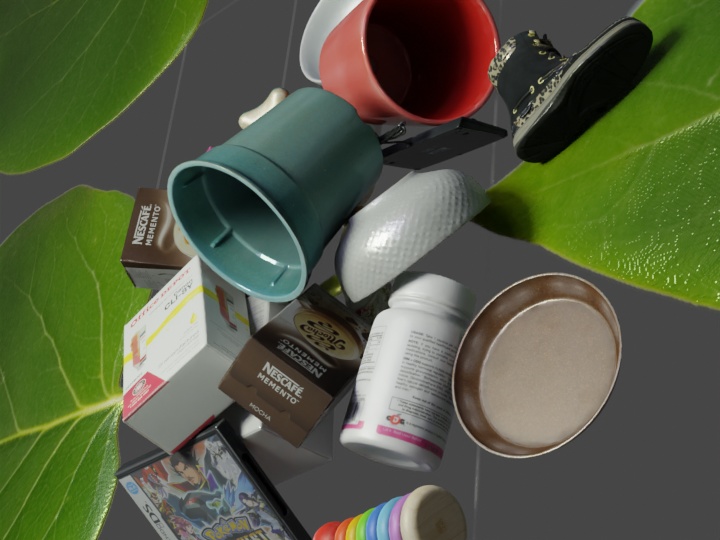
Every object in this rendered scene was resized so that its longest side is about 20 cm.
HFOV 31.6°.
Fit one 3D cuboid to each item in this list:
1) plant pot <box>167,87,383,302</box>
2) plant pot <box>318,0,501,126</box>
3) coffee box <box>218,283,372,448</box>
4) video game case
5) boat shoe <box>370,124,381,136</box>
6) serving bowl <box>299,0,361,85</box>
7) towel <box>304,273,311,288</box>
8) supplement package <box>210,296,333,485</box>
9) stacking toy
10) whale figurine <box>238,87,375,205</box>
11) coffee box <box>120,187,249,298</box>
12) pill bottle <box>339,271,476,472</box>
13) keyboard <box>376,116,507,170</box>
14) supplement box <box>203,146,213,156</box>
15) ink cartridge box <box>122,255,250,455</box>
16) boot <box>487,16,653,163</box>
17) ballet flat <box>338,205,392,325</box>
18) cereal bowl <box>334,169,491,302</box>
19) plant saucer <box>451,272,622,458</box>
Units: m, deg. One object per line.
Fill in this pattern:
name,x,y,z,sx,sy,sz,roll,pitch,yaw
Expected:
plant pot,-0.086,-0.101,1.487,0.200,0.200,0.196,-4,36,49
plant pot,0.048,-0.270,1.616,0.177,0.200,0.201,-3,63,61
coffee box,-0.060,0.102,1.430,0.080,0.113,0.200,-55,-5,24
video game case,-0.180,0.282,1.522,0.200,0.181,0.026,-27,11,37
boat shoe,-0.047,-0.204,1.772,0.202,0.075,0.086,-3,64,46
serving bowl,0.003,-0.341,1.811,0.200,0.066,0.200,-30,45,35
towel,-0.101,-0.066,1.762,0.148,0.050,0.200,-4,63,50
supplement package,-0.112,0.145,1.568,0.121,0.120,0.200,-28,46,37
stacking toy,0.018,0.287,1.354,0.200,0.085,0.085,-25,49,45
whale figurine,-0.068,-0.157,1.651,0.159,0.200,0.104,-36,28,19
coffee box,-0.198,-0.034,1.657,0.200,0.080,0.114,5,64,9
pill bottle,0.057,0.110,1.393,0.113,0.113,0.200,-3,64,50
keyboard,0.072,-0.155,1.522,0.200,0.127,0.021,-16,70,58
supplement box,-0.216,-0.061,1.798,0.200,0.101,0.103,-51,22,41
ink cartridge box,-0.208,0.097,1.516,0.145,0.083,0.200,-43,29,16
boot,0.230,-0.240,1.453,0.204,0.073,0.154,-48,38,28
ballet flat,0.000,0.000,1.581,0.076,0.064,0.200,-33,44,32
cereal bowl,0.047,-0.053,1.455,0.200,0.083,0.200,-38,2,2
plant saucer,0.184,0.100,1.299,0.200,0.034,0.200,-21,54,33
